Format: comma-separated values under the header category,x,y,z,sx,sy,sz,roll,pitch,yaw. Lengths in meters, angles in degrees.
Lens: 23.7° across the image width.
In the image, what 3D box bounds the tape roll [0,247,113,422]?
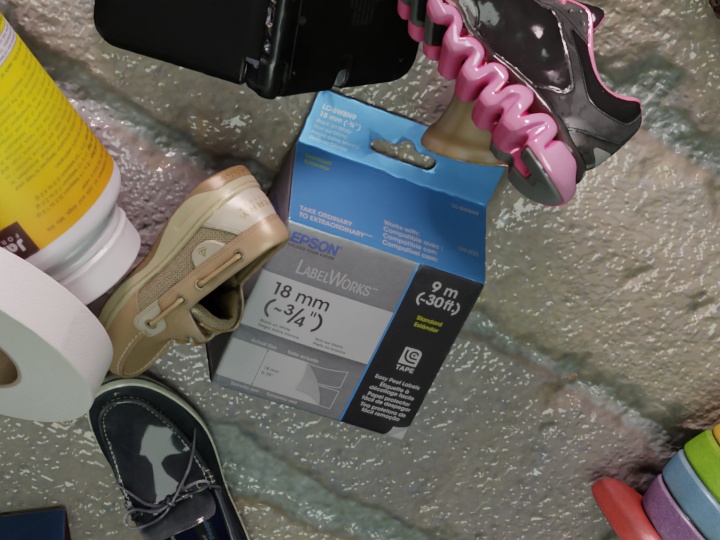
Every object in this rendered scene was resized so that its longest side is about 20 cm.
category,x,y,z,sx,sy,sz,roll,pitch,yaw
tape roll,-0.251,0.029,1.059,0.202,0.037,0.203,17,154,9

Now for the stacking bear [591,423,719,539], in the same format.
category,x,y,z,sx,sy,sz,roll,pitch,yaw
stacking bear,0.286,0.146,1.230,0.200,0.114,0.121,-44,116,12

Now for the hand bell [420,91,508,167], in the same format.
category,x,y,z,sx,sy,sz,roll,pitch,yaw
hand bell,0.095,-0.172,1.048,0.104,0.104,0.201,1,106,-8

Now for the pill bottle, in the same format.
category,x,y,z,sx,sy,sz,roll,pitch,yaw
pill bottle,-0.220,-0.070,1.034,0.109,0.109,0.200,-30,119,10

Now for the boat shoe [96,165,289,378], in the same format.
category,x,y,z,sx,sy,sz,roll,pitch,yaw
boat shoe,-0.110,0.018,1.088,0.065,0.071,0.200,50,136,11

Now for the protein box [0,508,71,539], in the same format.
category,x,y,z,sx,sy,sz,roll,pitch,yaw
protein box,-0.291,0.286,1.173,0.198,0.200,0.135,-7,120,-4

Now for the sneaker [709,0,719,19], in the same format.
category,x,y,z,sx,sy,sz,roll,pitch,yaw
sneaker,0.231,-0.200,1.058,0.075,0.070,0.201,0,118,14

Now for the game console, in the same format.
category,x,y,z,sx,sy,sz,roll,pitch,yaw
game console,-0.049,-0.218,1.026,0.175,0.116,0.201,-12,126,-36

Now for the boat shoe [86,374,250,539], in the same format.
category,x,y,z,sx,sy,sz,roll,pitch,yaw
boat shoe,-0.130,0.156,1.202,0.074,0.062,0.200,-21,119,6

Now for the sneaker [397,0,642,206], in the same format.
category,x,y,z,sx,sy,sz,roll,pitch,yaw
sneaker,0.090,-0.139,0.991,0.095,0.079,0.200,-32,86,-9

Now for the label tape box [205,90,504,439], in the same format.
category,x,y,z,sx,sy,sz,roll,pitch,yaw
label tape box,0.000,0.000,1.130,0.144,0.063,0.200,18,116,-17
